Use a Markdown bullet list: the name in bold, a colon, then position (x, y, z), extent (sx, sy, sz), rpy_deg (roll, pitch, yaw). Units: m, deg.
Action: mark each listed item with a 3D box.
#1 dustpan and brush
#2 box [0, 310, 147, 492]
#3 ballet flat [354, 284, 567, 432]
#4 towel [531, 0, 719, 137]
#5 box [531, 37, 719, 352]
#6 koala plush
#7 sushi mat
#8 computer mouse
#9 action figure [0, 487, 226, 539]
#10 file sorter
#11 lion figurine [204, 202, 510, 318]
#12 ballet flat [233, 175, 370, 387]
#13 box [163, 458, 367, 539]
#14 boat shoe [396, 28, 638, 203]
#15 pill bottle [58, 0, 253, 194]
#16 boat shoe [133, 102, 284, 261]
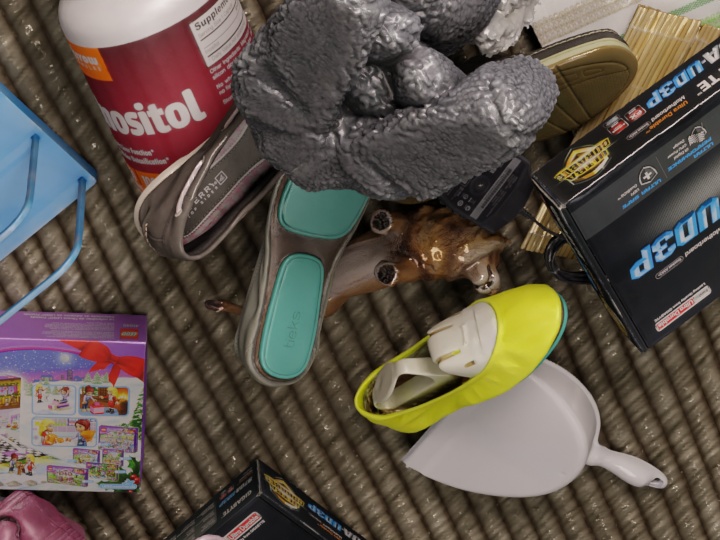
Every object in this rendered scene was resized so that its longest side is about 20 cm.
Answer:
- **dustpan and brush**: position (0.150, 0.133, 1.691), extent (0.200, 0.057, 0.140), rpy_deg (29, 125, -14)
- **box**: position (-0.257, 0.096, 1.632), extent (0.200, 0.039, 0.137), rpy_deg (2, 122, -6)
- **ballet flat**: position (0.064, 0.065, 1.588), extent (0.067, 0.067, 0.200), rpy_deg (10, 150, -33)
- **towel**: position (0.195, -0.167, 1.521), extent (0.149, 0.031, 0.200), rpy_deg (-23, 119, 6)
- **box**: position (0.232, -0.061, 1.509), extent (0.200, 0.046, 0.159), rpy_deg (-36, 131, -2)
- **koala plush**: position (0.026, -0.157, 1.357), extent (0.177, 0.200, 0.184), rpy_deg (37, 142, -15)
- **sushi mat**: position (0.193, -0.086, 1.541), extent (0.096, 0.012, 0.200), rpy_deg (18, 116, -15)
- **computer mouse**: position (0.112, -0.042, 1.519), extent (0.200, 0.034, 0.059), rpy_deg (33, 101, -38)
- **action figure**: position (-0.223, 0.217, 1.646), extent (0.200, 0.134, 0.149), rpy_deg (39, 120, 7)
- **file sorter**: position (-0.295, -0.059, 1.485), extent (0.139, 0.123, 0.200), rpy_deg (-37, 118, 17)
- **lion figurine**: position (0.000, 0.000, 1.577), extent (0.200, 0.122, 0.073), rpy_deg (-13, 86, 21)
- **ballet flat**: position (-0.042, -0.022, 1.496), extent (0.067, 0.064, 0.200), rpy_deg (14, 98, -25)
- **box**: position (-0.090, 0.259, 1.743), extent (0.200, 0.046, 0.159), rpy_deg (-41, 116, 19)
- **boat shoe**: position (0.091, -0.117, 1.504), extent (0.201, 0.066, 0.072), rpy_deg (-29, 139, 23)
- **pill bottle**: position (-0.127, -0.145, 1.452), extent (0.113, 0.113, 0.200), rpy_deg (-20, 121, 7)
- **boat shoe**: position (-0.060, -0.083, 1.412), extent (0.200, 0.057, 0.067), rpy_deg (-49, 125, -5)
